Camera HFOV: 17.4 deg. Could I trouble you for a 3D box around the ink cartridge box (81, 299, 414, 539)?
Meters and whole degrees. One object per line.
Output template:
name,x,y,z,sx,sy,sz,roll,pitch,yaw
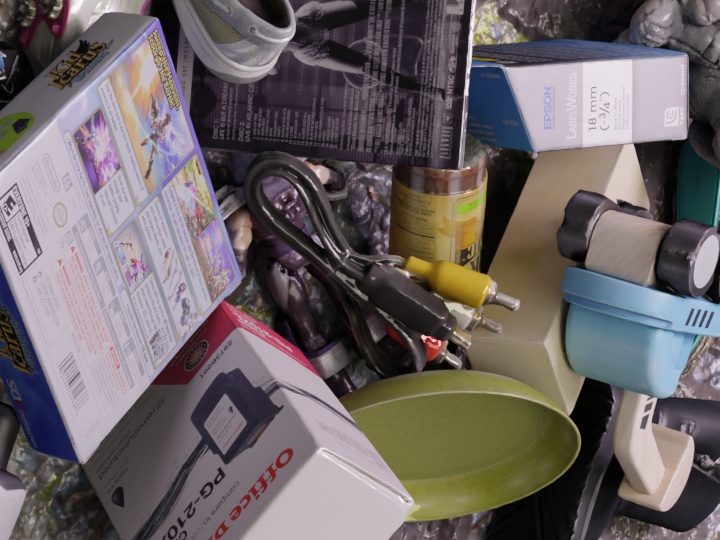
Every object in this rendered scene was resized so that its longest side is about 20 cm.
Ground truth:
ink cartridge box,-0.074,0.131,1.443,0.084,0.200,0.145,35,98,-33

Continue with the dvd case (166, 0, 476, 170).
dvd case,-0.027,-0.145,1.487,0.016,0.199,0.149,-7,102,-76

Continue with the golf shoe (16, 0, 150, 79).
golf shoe,-0.167,-0.103,1.450,0.091,0.075,0.201,6,94,-39

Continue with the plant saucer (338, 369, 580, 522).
plant saucer,0.046,0.114,1.574,0.200,0.200,0.031,16,54,-35

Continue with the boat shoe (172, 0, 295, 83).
boat shoe,-0.101,-0.214,1.446,0.074,0.065,0.202,-19,77,-34

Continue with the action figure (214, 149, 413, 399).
action figure,-0.045,-0.007,1.553,0.130,0.069,0.200,-33,110,-19

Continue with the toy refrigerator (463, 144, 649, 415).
toy refrigerator,0.134,-0.001,1.628,0.200,0.070,0.076,-64,146,-36

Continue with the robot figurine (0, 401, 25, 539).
robot figurine,-0.273,0.160,1.379,0.150,0.125,0.201,23,83,-22

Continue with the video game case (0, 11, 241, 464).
video game case,-0.158,-0.020,1.394,0.181,0.045,0.200,-49,137,-38

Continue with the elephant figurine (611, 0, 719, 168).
elephant figurine,0.279,-0.116,1.684,0.155,0.142,0.200,-43,79,-8

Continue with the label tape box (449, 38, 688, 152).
label tape box,0.100,-0.118,1.590,0.199,0.144,0.064,-7,102,-33

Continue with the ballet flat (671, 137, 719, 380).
ballet flat,0.259,-0.005,1.769,0.075,0.068,0.201,16,84,-51

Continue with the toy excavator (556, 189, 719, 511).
toy excavator,0.188,0.060,1.584,0.194,0.100,0.201,11,97,-62

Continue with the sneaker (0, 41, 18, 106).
sneaker,-0.235,-0.092,1.387,0.089,0.079,0.201,-22,110,-8

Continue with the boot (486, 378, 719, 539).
boot,0.190,0.177,1.730,0.168,0.076,0.201,19,96,-42

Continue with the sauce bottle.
sauce bottle,0.050,0.001,1.590,0.065,0.065,0.201,-22,131,-31

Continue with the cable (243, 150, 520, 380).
cable,0.000,0.000,1.520,0.200,0.097,0.050,36,31,-8
